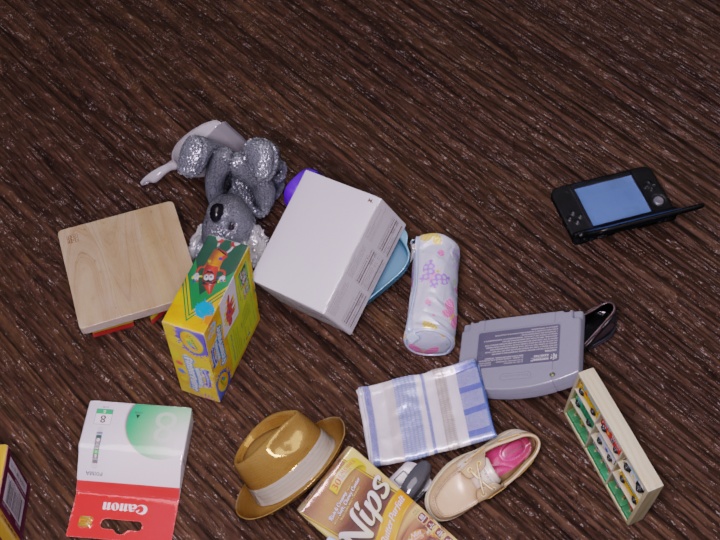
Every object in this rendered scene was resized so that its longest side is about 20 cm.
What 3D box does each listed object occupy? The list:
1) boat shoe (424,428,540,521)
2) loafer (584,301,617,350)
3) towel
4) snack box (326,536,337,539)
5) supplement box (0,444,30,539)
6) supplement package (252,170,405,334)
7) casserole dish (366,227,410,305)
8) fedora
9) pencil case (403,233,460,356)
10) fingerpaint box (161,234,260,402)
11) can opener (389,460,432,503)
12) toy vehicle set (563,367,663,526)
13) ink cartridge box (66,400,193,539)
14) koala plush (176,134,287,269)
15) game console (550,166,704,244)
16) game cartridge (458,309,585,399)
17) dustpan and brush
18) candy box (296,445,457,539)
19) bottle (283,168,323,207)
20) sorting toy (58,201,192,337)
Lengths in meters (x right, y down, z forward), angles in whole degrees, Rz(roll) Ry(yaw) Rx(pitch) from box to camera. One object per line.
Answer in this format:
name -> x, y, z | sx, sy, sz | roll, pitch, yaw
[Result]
boat shoe -> 0.180, 0.292, 1.538 | 0.199, 0.069, 0.074 | -34, 89, -22
loafer -> 0.328, 0.110, 1.680 | 0.199, 0.063, 0.072 | -31, 61, -20
towel -> 0.096, 0.214, 1.597 | 0.198, 0.024, 0.148 | -14, 48, 5
snack box -> 0.021, 0.437, 1.369 | 0.167, 0.201, 0.068 | 22, 57, 13
supplement box -> -0.584, 0.322, 1.487 | 0.197, 0.132, 0.104 | -1, 54, -2
supplement package -> -0.051, -0.030, 1.680 | 0.155, 0.111, 0.202 | 23, 80, 30
casserole dish -> 0.000, 0.000, 1.731 | 0.200, 0.039, 0.122 | -40, 61, 7
fedora -> -0.115, 0.259, 1.500 | 0.201, 0.200, 0.082 | -47, 108, -27
pencil case -> 0.116, 0.038, 1.710 | 0.083, 0.090, 0.202 | -21, 49, 34
fingerpaint box -> -0.225, 0.075, 1.616 | 0.073, 0.201, 0.168 | 16, 57, 12
can opener -> 0.026, 0.345, 1.513 | 0.053, 0.067, 0.200 | 39, 64, 21
toy vehicle set -> 0.365, 0.257, 1.543 | 0.026, 0.125, 0.201 | -18, 57, -13
ink cartridge box -> -0.341, 0.294, 1.559 | 0.159, 0.050, 0.202 | 4, 53, 2
koala plush -> -0.211, -0.102, 1.784 | 0.175, 0.184, 0.203 | 4, 75, 16
game console -> 0.452, -0.122, 1.809 | 0.198, 0.117, 0.177 | -13, 57, -10
game cartridge -> 0.248, 0.133, 1.637 | 0.198, 0.041, 0.134 | -8, 47, 26
dustpan and brush -> -0.302, -0.197, 1.870 | 0.199, 0.140, 0.057 | -38, 68, 6
candy box -> 0.023, 0.351, 1.457 | 0.200, 0.055, 0.116 | 42, 78, -3
bottle -> -0.037, -0.097, 1.818 | 0.199, 0.066, 0.084 | 33, 59, 20
sorting toy -> -0.377, 0.006, 1.742 | 0.197, 0.070, 0.201 | -16, 57, -11
